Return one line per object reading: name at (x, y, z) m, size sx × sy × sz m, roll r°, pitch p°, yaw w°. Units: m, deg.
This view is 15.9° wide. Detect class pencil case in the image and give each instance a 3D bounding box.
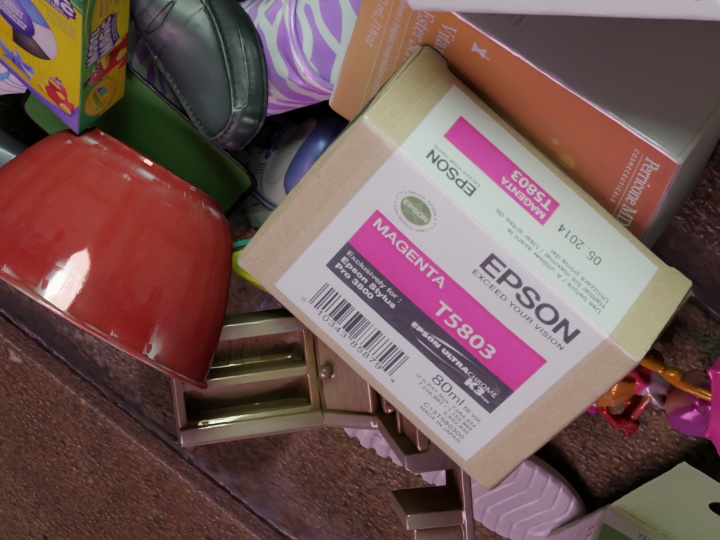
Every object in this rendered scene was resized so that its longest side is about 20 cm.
pencil case at (-0.064, -0.137, 1.605) m, size 0.200 × 0.084 × 0.086 m, roll -8°, pitch 90°, yaw 51°

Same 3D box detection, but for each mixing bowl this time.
mixing bowl at (-0.156, -0.021, 1.634) m, size 0.200 × 0.109 × 0.200 m, roll 31°, pitch 180°, yaw 0°

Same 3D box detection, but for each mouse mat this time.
mouse mat at (-0.149, -0.085, 1.692) m, size 0.161 × 0.008 × 0.200 m, roll 41°, pitch 158°, yaw -4°

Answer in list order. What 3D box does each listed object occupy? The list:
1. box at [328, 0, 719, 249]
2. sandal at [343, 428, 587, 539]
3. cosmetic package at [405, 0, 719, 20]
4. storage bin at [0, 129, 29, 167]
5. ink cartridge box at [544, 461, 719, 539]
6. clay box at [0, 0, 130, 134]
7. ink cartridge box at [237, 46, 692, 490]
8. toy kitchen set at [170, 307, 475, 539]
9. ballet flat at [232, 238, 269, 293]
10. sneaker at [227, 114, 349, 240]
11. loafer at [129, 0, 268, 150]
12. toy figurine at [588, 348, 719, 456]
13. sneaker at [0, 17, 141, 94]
box at (0.101, -0.109, 1.424) m, size 0.200 × 0.106 × 0.152 m, roll 34°, pitch 150°, yaw 10°
sandal at (0.080, 0.126, 1.830) m, size 0.202 × 0.050 × 0.082 m, roll 33°, pitch 137°, yaw -13°
cosmetic package at (0.105, -0.229, 1.194) m, size 0.199 × 0.165 × 0.165 m, roll 8°, pitch 138°, yaw 42°
storage bin at (-0.266, -0.062, 1.869) m, size 0.134 × 0.146 × 0.200 m, roll 27°, pitch 177°, yaw -1°
ink cartridge box at (0.222, 0.208, 1.757) m, size 0.145 × 0.048 × 0.200 m, roll 31°, pitch 154°, yaw -10°
clay box at (-0.190, -0.173, 1.520) m, size 0.115 × 0.048 × 0.200 m, roll 42°, pitch 159°, yaw 12°
ink cartridge box at (0.053, 0.002, 1.414) m, size 0.200 × 0.075 × 0.165 m, roll 42°, pitch 139°, yaw -1°
toy kitchen set at (-0.023, 0.119, 1.682) m, size 0.200 × 0.179 × 0.164 m, roll -136°, pitch 39°, yaw -78°
ballet flat at (0.000, 0.000, 1.656) m, size 0.199 × 0.067 × 0.067 m, roll -11°, pitch 168°, yaw 24°
sneaker at (-0.078, -0.074, 1.706) m, size 0.088 × 0.075 × 0.200 m, roll 48°, pitch 149°, yaw -14°
loafer at (-0.114, -0.158, 1.541) m, size 0.068 × 0.070 × 0.201 m, roll -43°, pitch 59°, yaw 37°
toy figurine at (0.175, 0.066, 1.577) m, size 0.183 × 0.151 × 0.200 m, roll 26°, pitch 161°, yaw 3°
sneaker at (-0.195, -0.140, 1.755) m, size 0.087 × 0.075 × 0.200 m, roll 46°, pitch 151°, yaw -24°
